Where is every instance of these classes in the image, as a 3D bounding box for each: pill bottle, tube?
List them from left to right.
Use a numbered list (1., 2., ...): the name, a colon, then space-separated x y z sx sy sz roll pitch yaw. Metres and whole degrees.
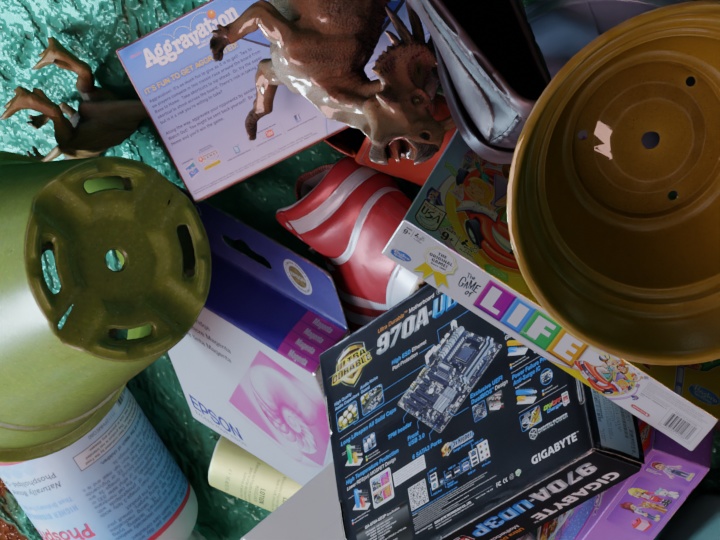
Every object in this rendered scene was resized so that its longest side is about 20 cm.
1. pill bottle: -0.184 0.152 2.030 0.108 0.109 0.200 -11 119 42
2. tube: -0.006 0.160 1.953 0.199 0.052 0.058 22 178 12

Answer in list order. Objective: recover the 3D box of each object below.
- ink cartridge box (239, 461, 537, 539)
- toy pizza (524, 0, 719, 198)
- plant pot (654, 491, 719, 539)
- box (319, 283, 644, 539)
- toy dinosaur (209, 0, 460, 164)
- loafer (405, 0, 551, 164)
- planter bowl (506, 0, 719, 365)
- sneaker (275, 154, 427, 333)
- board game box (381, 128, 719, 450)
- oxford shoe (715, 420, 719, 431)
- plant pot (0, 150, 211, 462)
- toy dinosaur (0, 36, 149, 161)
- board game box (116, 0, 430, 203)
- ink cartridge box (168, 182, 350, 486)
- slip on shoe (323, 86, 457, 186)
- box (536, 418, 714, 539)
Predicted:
1. ink cartridge box: 0.036 0.188 1.808 0.083 0.146 0.200 50 180 38
2. toy pizza: 0.162 -0.081 1.610 0.199 0.032 0.201 15 134 16
3. plant pot: 0.222 0.218 1.703 0.141 0.142 0.200 34 166 6
4. box: 0.065 0.080 1.653 0.046 0.160 0.200 20 138 -39
5. toy dinosaur: -0.012 -0.148 1.596 0.135 0.086 0.201 -8 85 11
6. loafer: 0.057 -0.157 1.549 0.201 0.072 0.063 66 159 14
7. planter bowl: 0.164 -0.057 1.519 0.201 0.200 0.083 62 179 -25
8. sneaker: 0.000 0.000 1.784 0.112 0.071 0.200 43 152 13
9. board game box: 0.126 -0.007 1.574 0.200 0.135 0.034 32 138 -1
10. oxford shoe: 0.255 0.048 1.637 0.072 0.071 0.200 29 145 -6
11. plant pot: -0.185 0.008 1.744 0.200 0.200 0.190 50 152 -13
12. toy dinosaur: -0.165 -0.099 1.838 0.106 0.061 0.200 35 152 -20
13. board game box: -0.037 -0.125 1.661 0.199 0.019 0.103 -25 96 24
14. ink cartridge box: -0.066 0.052 1.844 0.196 0.043 0.200 29 149 44
15. slip on shoe: 0.023 -0.081 1.698 0.200 0.061 0.074 33 138 5
16. box: 0.158 0.109 1.710 0.039 0.137 0.200 19 141 -9
